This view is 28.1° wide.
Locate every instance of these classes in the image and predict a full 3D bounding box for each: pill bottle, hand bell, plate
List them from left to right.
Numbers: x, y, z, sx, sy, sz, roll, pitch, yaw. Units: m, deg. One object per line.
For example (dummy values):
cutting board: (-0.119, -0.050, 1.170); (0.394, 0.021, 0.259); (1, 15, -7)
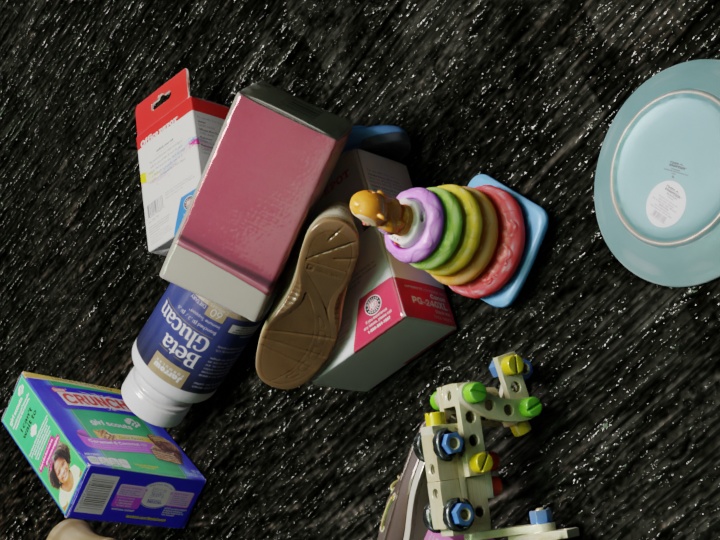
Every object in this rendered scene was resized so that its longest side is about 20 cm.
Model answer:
hand bell: (-0.272, 0.344, 1.700); (0.199, 0.104, 0.105); (-8, 75, 34)
pill bottle: (-0.192, 0.080, 1.641); (0.200, 0.111, 0.111); (-56, 46, 23)
plate: (0.275, -0.086, 1.235); (0.199, 0.025, 0.202); (-13, 71, 44)

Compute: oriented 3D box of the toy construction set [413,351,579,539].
toy construction set: (0.119, 0.175, 1.280); (0.092, 0.130, 0.201); (-45, 54, 53)

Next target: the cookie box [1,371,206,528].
cookie box: (-0.304, 0.211, 1.688); (0.200, 0.171, 0.076); (40, 107, 44)

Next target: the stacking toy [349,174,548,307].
stacking toy: (0.065, -0.039, 1.321); (0.116, 0.199, 0.110); (36, 107, 44)

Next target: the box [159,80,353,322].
box: (-0.100, -0.071, 1.416); (0.128, 0.108, 0.201); (-63, -2, -75)

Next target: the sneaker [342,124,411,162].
sneaker: (-0.027, -0.138, 1.546); (0.199, 0.066, 0.079); (-15, 66, 45)

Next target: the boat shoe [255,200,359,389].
boat shoe: (-0.047, 0.027, 1.413); (0.065, 0.071, 0.201); (-85, 18, -63)

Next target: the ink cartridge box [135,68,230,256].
ink cartridge box: (-0.208, -0.128, 1.739); (0.116, 0.067, 0.201); (-28, 61, 39)

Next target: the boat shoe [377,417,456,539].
boat shoe: (0.052, 0.229, 1.372); (0.059, 0.072, 0.201); (16, 99, 45)

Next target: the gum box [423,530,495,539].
gum box: (0.082, 0.346, 1.312); (0.113, 0.066, 0.201); (35, 107, 47)

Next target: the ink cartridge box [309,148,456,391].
ink cartridge box: (0.000, 0.000, 1.470); (0.145, 0.083, 0.201); (-37, 55, 36)
